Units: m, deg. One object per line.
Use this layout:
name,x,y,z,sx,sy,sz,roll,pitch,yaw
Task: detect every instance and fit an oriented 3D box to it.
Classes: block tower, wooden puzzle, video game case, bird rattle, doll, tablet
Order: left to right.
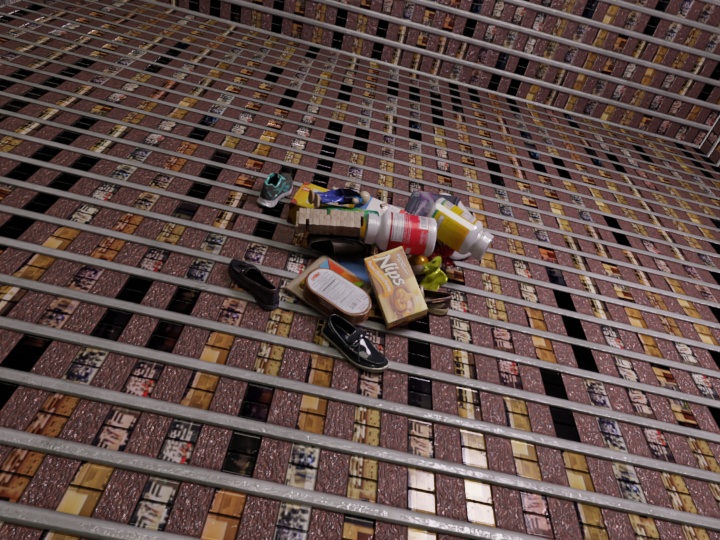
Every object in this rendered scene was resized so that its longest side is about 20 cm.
block tower,-0.088,-0.138,1.531,0.195,0.054,0.059,2,63,-2
wooden puzzle,-0.082,0.041,1.455,0.197,0.038,0.185,28,43,19
doll,-0.057,-0.223,1.601,0.196,0.049,0.136,-6,27,-29
tablet,0.000,0.000,1.570,0.127,0.014,0.201,-4,42,-25
bird rattle,0.202,-0.030,1.613,0.159,0.115,0.201,3,33,19
video game case,0.220,-0.187,1.742,0.198,0.145,0.019,17,-12,47

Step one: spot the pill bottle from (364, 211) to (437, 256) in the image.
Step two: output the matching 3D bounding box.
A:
pill bottle,0.113,-0.108,1.528,0.195,0.114,0.113,8,37,-4

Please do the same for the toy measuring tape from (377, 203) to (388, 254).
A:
toy measuring tape,0.078,-0.099,1.619,0.072,0.073,0.205,-12,89,-32

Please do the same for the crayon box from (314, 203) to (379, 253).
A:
crayon box,-0.048,-0.129,1.608,0.195,0.121,0.058,7,21,-4

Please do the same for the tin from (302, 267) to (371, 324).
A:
tin,-0.060,0.063,1.391,0.198,0.042,0.112,32,40,15

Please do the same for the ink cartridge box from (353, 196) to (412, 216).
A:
ink cartridge box,0.075,-0.151,1.692,0.197,0.117,0.068,24,59,12

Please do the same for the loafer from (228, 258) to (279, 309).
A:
loafer,-0.278,0.020,1.400,0.071,0.064,0.199,-23,52,-40

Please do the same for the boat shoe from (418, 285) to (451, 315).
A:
boat shoe,0.162,0.069,1.493,0.196,0.073,0.073,13,37,-4

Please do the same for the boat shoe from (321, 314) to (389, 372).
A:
boat shoe,-0.012,0.178,1.302,0.198,0.063,0.074,35,39,21

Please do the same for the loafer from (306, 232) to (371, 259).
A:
loafer,-0.065,-0.063,1.554,0.195,0.074,0.072,6,28,3

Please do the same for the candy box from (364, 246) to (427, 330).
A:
candy box,0.094,0.045,1.437,0.113,0.056,0.203,-17,63,-6

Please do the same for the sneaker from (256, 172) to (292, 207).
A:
sneaker,-0.274,-0.289,1.768,0.076,0.092,0.201,20,37,4

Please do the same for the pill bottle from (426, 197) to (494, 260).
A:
pill bottle,0.295,-0.120,1.593,0.198,0.114,0.113,34,40,14

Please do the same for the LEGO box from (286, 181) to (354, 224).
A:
LEGO box,-0.120,-0.195,1.717,0.196,0.078,0.150,19,37,4

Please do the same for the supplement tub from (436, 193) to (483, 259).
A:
supplement tub,0.303,-0.150,1.763,0.141,0.146,0.202,-3,41,-23
